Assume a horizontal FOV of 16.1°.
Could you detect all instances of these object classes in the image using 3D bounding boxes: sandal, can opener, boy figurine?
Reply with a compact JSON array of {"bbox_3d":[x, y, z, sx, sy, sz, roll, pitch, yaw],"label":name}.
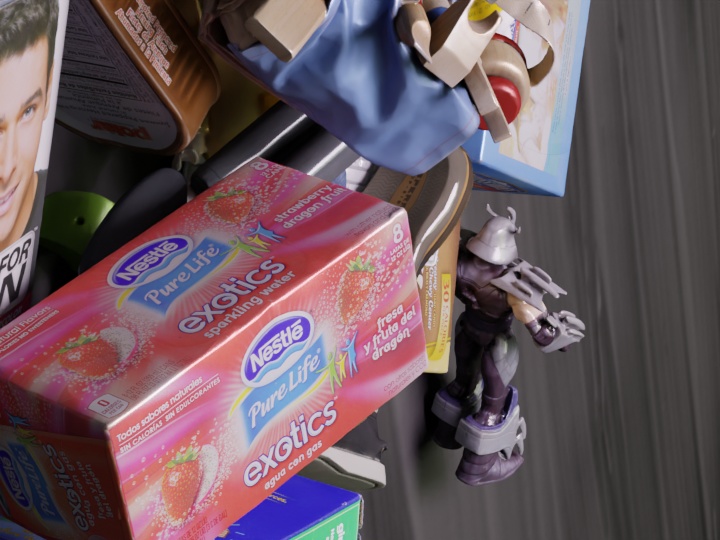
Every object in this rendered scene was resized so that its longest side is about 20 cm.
[{"bbox_3d":[0.000,0.000,1.421,0.200,0.082,0.055,-61,141,-18],"label":"sandal"},{"bbox_3d":[-0.059,-0.046,1.282,0.200,0.053,0.067,-42,162,-21],"label":"can opener"},{"bbox_3d":[-0.050,-0.091,1.373,0.124,0.064,0.200,-10,76,-23],"label":"boy figurine"}]

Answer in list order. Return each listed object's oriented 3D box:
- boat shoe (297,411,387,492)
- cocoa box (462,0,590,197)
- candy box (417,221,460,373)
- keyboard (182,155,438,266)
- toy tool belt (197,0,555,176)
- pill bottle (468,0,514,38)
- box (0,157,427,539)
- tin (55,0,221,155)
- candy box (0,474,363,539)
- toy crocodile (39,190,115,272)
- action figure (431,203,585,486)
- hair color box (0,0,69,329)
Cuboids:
[{"bbox_3d":[-0.048,0.083,1.478,0.200,0.074,0.060,23,62,-51],"label":"boat shoe"},{"bbox_3d":[0.057,-0.155,1.567,0.133,0.131,0.200,16,81,-62],"label":"cocoa box"},{"bbox_3d":[-0.007,0.001,1.556,0.200,0.055,0.115,9,86,-61],"label":"candy box"},{"bbox_3d":[-0.024,-0.043,1.455,0.200,0.011,0.056,10,84,-42],"label":"keyboard"},{"bbox_3d":[0.014,-0.100,1.233,0.200,0.125,0.123,33,30,-33],"label":"toy tool belt"},{"bbox_3d":[0.029,-0.178,1.324,0.200,0.111,0.111,76,33,-42],"label":"pill bottle"},{"bbox_3d":[-0.073,0.042,1.185,0.200,0.103,0.095,-36,132,-35],"label":"box"},{"bbox_3d":[-0.142,-0.123,1.221,0.042,0.112,0.200,-61,145,-20],"label":"tin"},{"bbox_3d":[-0.118,0.146,1.252,0.200,0.169,0.077,-24,124,-59],"label":"candy box"},{"bbox_3d":[-0.111,0.008,1.369,0.200,0.062,0.068,34,66,-64],"label":"toy crocodile"},{"bbox_3d":[0.084,0.039,1.683,0.069,0.130,0.200,-20,132,-31],"label":"action figure"},{"bbox_3d":[-0.187,-0.038,1.142,0.099,0.061,0.200,-44,147,-61],"label":"hair color box"}]
